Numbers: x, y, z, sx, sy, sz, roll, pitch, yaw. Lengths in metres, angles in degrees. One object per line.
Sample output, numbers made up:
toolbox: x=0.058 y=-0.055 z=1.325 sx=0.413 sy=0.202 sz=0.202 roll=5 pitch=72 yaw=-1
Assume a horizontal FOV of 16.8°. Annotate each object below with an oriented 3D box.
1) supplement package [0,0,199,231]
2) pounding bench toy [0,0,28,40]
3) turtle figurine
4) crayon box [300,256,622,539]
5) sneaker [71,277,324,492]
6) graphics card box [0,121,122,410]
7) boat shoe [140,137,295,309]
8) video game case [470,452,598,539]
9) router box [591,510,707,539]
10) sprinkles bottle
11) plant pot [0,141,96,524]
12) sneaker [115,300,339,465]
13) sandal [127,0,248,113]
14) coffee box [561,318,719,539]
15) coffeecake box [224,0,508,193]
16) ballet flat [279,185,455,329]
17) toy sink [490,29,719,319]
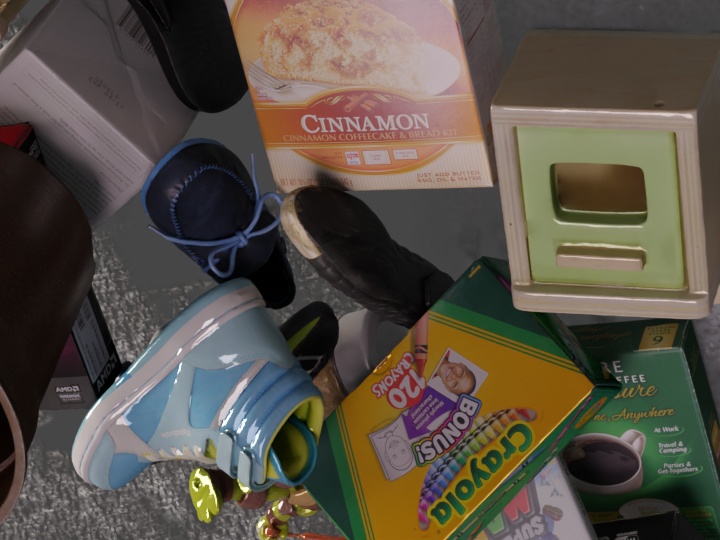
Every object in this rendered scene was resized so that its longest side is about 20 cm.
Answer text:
supplement package: x=-0.215 y=-0.086 z=1.640 sx=0.121 sy=0.120 sz=0.200 roll=42 pitch=127 yaw=-14
pounding bench toy: x=-0.261 y=-0.206 z=1.549 sx=0.124 sy=0.156 sz=0.200 roll=44 pitch=126 yaw=-12
turtle figurine: x=-0.030 y=0.150 z=1.752 sx=0.161 sy=0.065 sz=0.200 roll=12 pitch=156 yaw=-40
crayon box: x=0.061 y=0.103 z=1.616 sx=0.200 sy=0.058 sz=0.119 roll=-47 pitch=70 yaw=15
sneaker: x=-0.103 y=0.113 z=1.599 sx=0.131 sy=0.079 sz=0.200 roll=51 pitch=126 yaw=13
graphics card box: x=-0.247 y=0.002 z=1.606 sx=0.125 sy=0.051 sz=0.200 roll=-3 pitch=125 yaw=21
boat shoe: x=-0.080 y=-0.030 z=1.610 sx=0.084 sy=0.200 sz=0.069 roll=-46 pitch=67 yaw=3
video game case: x=0.081 y=0.171 z=1.646 sx=0.143 sy=0.018 sz=0.201 roll=-27 pitch=78 yaw=21
router box: x=0.197 y=0.246 z=1.711 sx=0.149 sy=0.062 sz=0.200 roll=-12 pitch=142 yaw=33
sprinkles bottle: x=-0.060 y=0.081 z=1.735 sx=0.200 sy=0.068 sz=0.068 roll=-17 pitch=117 yaw=29
plant pot: x=-0.260 y=0.032 z=1.474 sx=0.200 sy=0.198 sz=0.201 roll=9 pitch=127 yaw=12
sneaker: x=-0.102 y=0.064 z=1.679 sx=0.200 sy=0.074 sz=0.081 roll=-29 pitch=77 yaw=27
sandal: x=-0.120 y=-0.191 z=1.557 sx=0.048 sy=0.075 sz=0.201 roll=8 pitch=137 yaw=53
coffee box: x=0.191 y=0.126 z=1.690 sx=0.123 sy=0.044 sz=0.200 roll=-6 pitch=122 yaw=24
coffeecake box: x=0.004 y=-0.153 z=1.542 sx=0.153 sy=0.073 sz=0.200 roll=-1 pitch=123 yaw=22
ballet flat: x=0.000 y=0.000 z=1.608 sx=0.057 sy=0.067 sz=0.200 roll=-10 pitch=154 yaw=28
toy sink: x=0.164 y=-0.039 z=1.540 sx=0.130 sy=0.112 sz=0.201 roll=4 pitch=125 yaw=18
